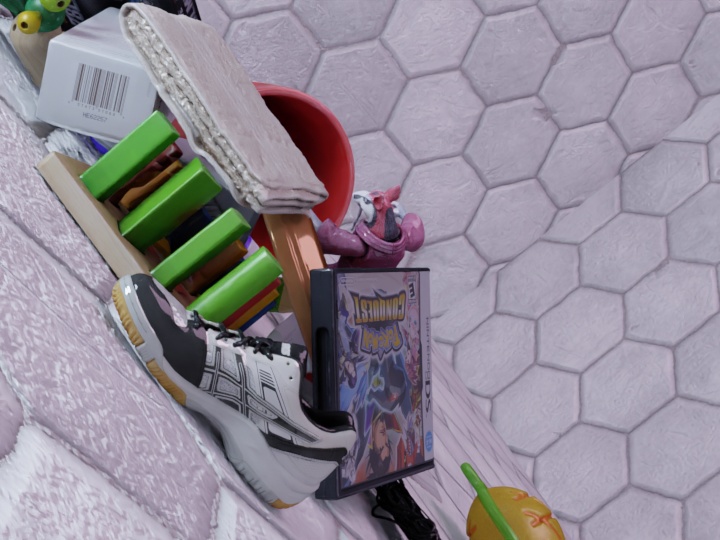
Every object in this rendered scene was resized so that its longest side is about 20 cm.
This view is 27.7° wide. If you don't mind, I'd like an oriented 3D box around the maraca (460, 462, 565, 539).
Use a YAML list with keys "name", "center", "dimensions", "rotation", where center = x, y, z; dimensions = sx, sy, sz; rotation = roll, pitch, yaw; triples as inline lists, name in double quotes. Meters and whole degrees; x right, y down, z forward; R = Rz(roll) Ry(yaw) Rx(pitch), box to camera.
- name: "maraca"
  center: [0.172, 0.302, 1.701]
  dimensions: [0.137, 0.107, 0.200]
  rotation: [58, -1, -41]

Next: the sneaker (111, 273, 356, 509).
- name: "sneaker"
  center: [-0.082, 0.065, 0.993]
  dimensions: [0.200, 0.088, 0.076]
  rotation: [49, 6, -17]

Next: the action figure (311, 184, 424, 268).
- name: "action figure"
  center: [0.000, 0.000, 1.379]
  dimensions: [0.200, 0.133, 0.150]
  rotation: [111, -34, -50]

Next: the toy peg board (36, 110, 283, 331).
- name: "toy peg board"
  center: [-0.133, -0.025, 1.162]
  dimensions: [0.200, 0.098, 0.199]
  rotation: [53, 4, 7]

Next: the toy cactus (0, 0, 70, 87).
- name: "toy cactus"
  center: [-0.297, -0.233, 1.262]
  dimensions: [0.199, 0.102, 0.166]
  rotation: [23, -42, 40]

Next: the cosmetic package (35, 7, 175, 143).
- name: "cosmetic package"
  center: [-0.205, -0.172, 1.275]
  dimensions: [0.101, 0.074, 0.200]
  rotation: [17, 17, 1]

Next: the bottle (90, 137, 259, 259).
- name: "bottle"
  center: [-0.175, -0.079, 1.402]
  dimensions: [0.200, 0.065, 0.084]
  rotation: [50, 3, -22]

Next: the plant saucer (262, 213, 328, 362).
- name: "plant saucer"
  center: [-0.042, 0.014, 1.272]
  dimensions: [0.200, 0.037, 0.201]
  rotation: [161, -90, -89]

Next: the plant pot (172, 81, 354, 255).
- name: "plant pot"
  center: [-0.128, -0.116, 1.559]
  dimensions: [0.201, 0.200, 0.177]
  rotation: [49, -6, -31]

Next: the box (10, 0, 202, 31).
- name: "box"
  center: [-0.260, -0.288, 1.358]
  dimensions: [0.197, 0.050, 0.200]
  rotation: [14, -25, 12]

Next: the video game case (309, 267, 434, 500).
- name: "video game case"
  center: [0.014, 0.089, 1.230]
  dimensions: [0.200, 0.025, 0.182]
  rotation: [-1, 90, -65]

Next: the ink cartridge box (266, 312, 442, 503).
- name: "ink cartridge box"
  center: [-0.008, 0.139, 1.393]
  dimensions: [0.161, 0.050, 0.200]
  rotation: [40, 14, -24]

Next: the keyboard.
- name: "keyboard"
  center: [0.041, 0.238, 1.316]
  dimensions: [0.200, 0.039, 0.105]
  rotation: [46, -21, 54]

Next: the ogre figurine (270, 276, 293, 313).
- name: "ogre figurine"
  center: [-0.032, 0.059, 1.639]
  dimensions: [0.200, 0.098, 0.120]
  rotation: [41, 12, 17]

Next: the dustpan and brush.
- name: "dustpan and brush"
  center: [-0.183, -0.087, 1.292]
  dimensions: [0.200, 0.057, 0.140]
  rotation: [51, -32, 11]

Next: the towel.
- name: "towel"
  center: [-0.109, -0.127, 1.181]
  dimensions: [0.201, 0.034, 0.132]
  rotation: [56, 18, 13]
